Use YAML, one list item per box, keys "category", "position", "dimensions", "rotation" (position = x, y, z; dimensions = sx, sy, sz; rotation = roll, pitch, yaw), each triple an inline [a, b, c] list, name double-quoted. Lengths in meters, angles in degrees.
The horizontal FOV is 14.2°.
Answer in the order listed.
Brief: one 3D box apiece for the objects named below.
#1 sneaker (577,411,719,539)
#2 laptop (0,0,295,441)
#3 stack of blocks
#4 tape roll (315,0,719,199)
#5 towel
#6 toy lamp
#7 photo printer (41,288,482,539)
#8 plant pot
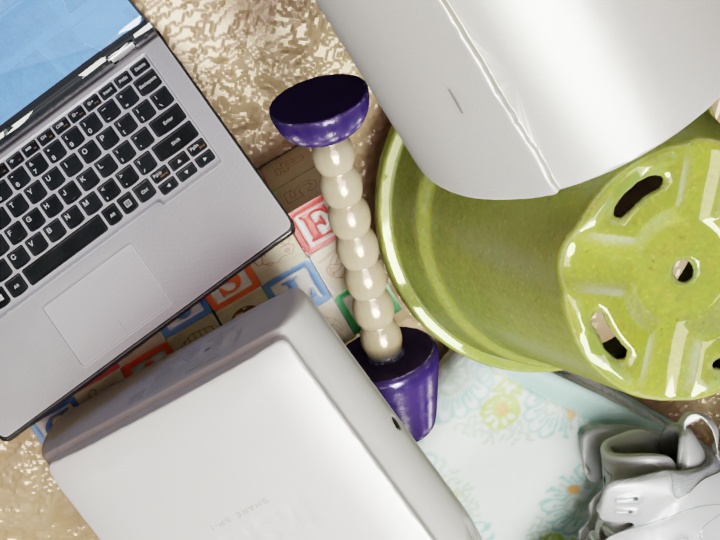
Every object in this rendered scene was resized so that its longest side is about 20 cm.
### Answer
- category: "sneaker"
  position: [0.130, 0.156, 1.604]
  dimensions: [0.200, 0.075, 0.115]
  rotation: [-27, 116, 4]
- category: "laptop"
  position: [-0.171, -0.050, 1.425]
  dimensions: [0.187, 0.116, 0.200]
  rotation: [-36, 82, 5]
- category: "stack of blocks"
  position: [-0.082, 0.036, 1.535]
  dimensions: [0.200, 0.059, 0.115]
  rotation: [-31, 122, 1]
- category: "tape roll"
  position: [0.082, -0.151, 1.400]
  dimensions: [0.203, 0.203, 0.139]
  rotation: [-32, 123, 2]
- category: "towel"
  position: [0.092, 0.134, 1.647]
  dimensions: [0.200, 0.048, 0.171]
  rotation: [30, 105, -28]
- category: "toy lamp"
  position: [0.000, 0.000, 1.474]
  dimensions: [0.058, 0.058, 0.200]
  rotation: [-20, 118, -6]
- category: "photo printer"
  position: [-0.042, 0.126, 1.479]
  dimensions: [0.166, 0.069, 0.200]
  rotation: [-28, 111, 21]
- category: "plant pot"
  position: [0.130, -0.021, 1.470]
  dimensions: [0.200, 0.184, 0.201]
  rotation: [-4, 105, -17]
